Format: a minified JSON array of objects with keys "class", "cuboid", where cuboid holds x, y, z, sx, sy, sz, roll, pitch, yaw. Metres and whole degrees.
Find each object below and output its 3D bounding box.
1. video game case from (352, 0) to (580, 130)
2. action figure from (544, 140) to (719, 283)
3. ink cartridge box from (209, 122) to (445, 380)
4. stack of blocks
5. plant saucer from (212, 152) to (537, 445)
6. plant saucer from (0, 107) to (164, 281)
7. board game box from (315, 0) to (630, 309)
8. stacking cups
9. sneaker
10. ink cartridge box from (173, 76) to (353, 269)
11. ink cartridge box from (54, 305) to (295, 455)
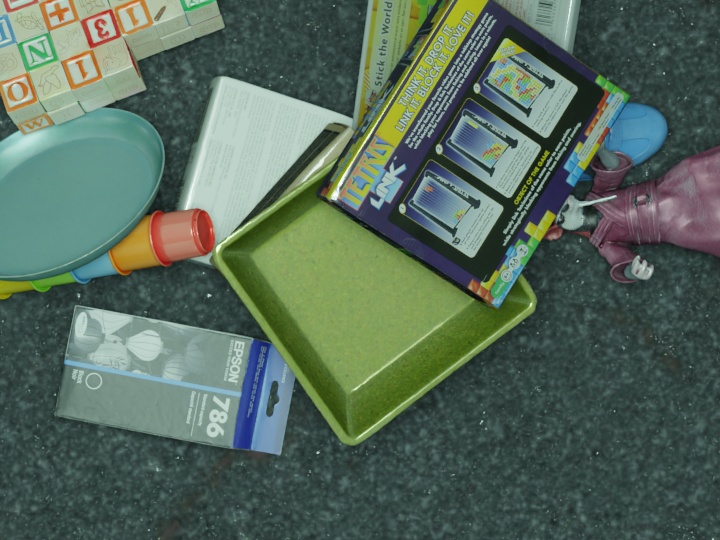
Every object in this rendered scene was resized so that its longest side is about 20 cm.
[{"class":"video game case","cuboid":[0.088,-0.190,1.334,0.182,0.023,0.201,14,106,23]},{"class":"action figure","cuboid":[0.253,-0.057,1.394,0.199,0.149,0.134,-4,87,19]},{"class":"ink cartridge box","cuboid":[0.000,0.000,1.363,0.200,0.075,0.165,42,87,-14]},{"class":"stack of blocks","cuboid":[-0.222,-0.210,1.390,0.200,0.059,0.115,-22,76,-3]},{"class":"plant saucer","cuboid":[0.010,0.005,1.302,0.200,0.048,0.200,-36,103,-8]},{"class":"plant saucer","cuboid":[-0.254,-0.060,1.353,0.200,0.027,0.200,-11,44,11]},{"class":"board game box","cuboid":[0.088,-0.097,1.256,0.165,0.057,0.200,33,89,-13]},{"class":"stacking cups","cuboid":[-0.220,-0.021,1.360,0.199,0.060,0.061,-10,86,15]},{"class":"sneaker","cuboid":[0.174,-0.113,1.397,0.199,0.078,0.066,-6,85,-3]},{"class":"ink cartridge box","cuboid":[-0.056,-0.064,1.413,0.200,0.047,0.161,17,85,-17]},{"class":"ink cartridge box","cuboid":[-0.157,0.096,1.393,0.199,0.039,0.100,10,85,-2]}]
